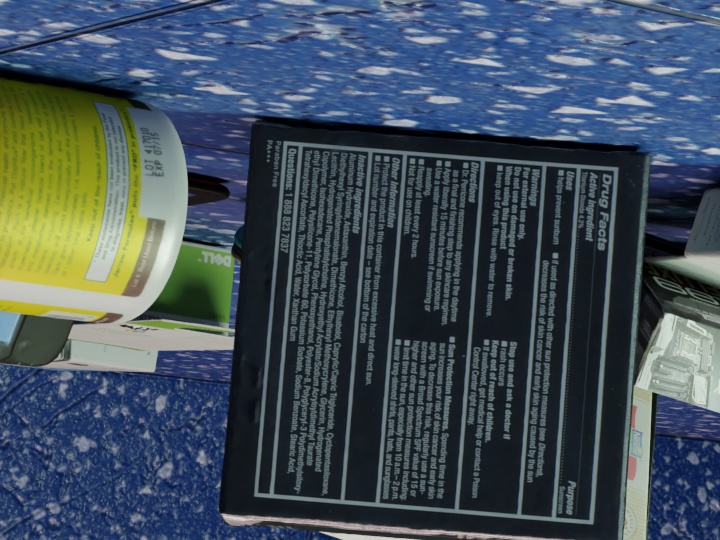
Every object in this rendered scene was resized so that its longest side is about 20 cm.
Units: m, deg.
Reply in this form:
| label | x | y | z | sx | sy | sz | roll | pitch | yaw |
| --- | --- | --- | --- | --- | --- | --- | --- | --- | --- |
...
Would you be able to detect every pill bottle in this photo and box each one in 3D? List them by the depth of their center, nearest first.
| label | x | y | z | sx | sy | sz | roll | pitch | yaw |
| --- | --- | --- | --- | --- | --- | --- | --- | --- | --- |
| pill bottle | -0.189 | -0.039 | 1.299 | 0.200 | 0.109 | 0.109 | 8 | 173 | -30 |

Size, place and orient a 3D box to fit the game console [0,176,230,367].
| label | x | y | z | sx | sy | sz | roll | pitch | yaw |
| --- | --- | --- | --- | --- | --- | --- | --- | --- | --- |
| game console | -0.206 | -0.008 | 1.632 | 0.200 | 0.173 | 0.119 | 10 | -161 | -42 |

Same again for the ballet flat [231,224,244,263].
| label | x | y | z | sx | sy | sz | roll | pitch | yaw |
| --- | --- | --- | --- | --- | --- | --- | --- | --- | --- |
| ballet flat | 0.000 | 0.000 | 1.668 | 0.200 | 0.067 | 0.068 | 0 | -150 | 49 |

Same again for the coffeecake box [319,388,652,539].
| label | x | y | z | sx | sy | sz | roll | pitch | yaw |
| --- | --- | --- | --- | --- | --- | --- | --- | --- | --- |
| coffeecake box | 0.059 | 0.088 | 1.567 | 0.200 | 0.154 | 0.073 | 20 | 139 | -15 |

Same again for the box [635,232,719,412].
| label | x | y | z | sx | sy | sz | roll | pitch | yaw |
| --- | --- | --- | --- | --- | --- | --- | --- | --- | --- |
| box | 0.231 | 0.044 | 1.598 | 0.200 | 0.050 | 0.158 | 18 | -164 | -15 |

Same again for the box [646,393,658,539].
| label | x | y | z | sx | sy | sz | roll | pitch | yaw |
| --- | --- | --- | --- | --- | --- | --- | --- | --- | --- |
| box | 0.099 | 0.076 | 1.691 | 0.159 | 0.200 | 0.049 | 23 | 133 | -12 |

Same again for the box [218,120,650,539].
| label | x | y | z | sx | sy | sz | roll | pitch | yaw |
| --- | --- | --- | --- | --- | --- | --- | --- | --- | --- |
| box | 0.038 | 0.038 | 1.415 | 0.198 | 0.200 | 0.123 | 5 | 174 | 2 |

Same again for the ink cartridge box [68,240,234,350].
| label | x | y | z | sx | sy | sz | roll | pitch | yaw |
| --- | --- | --- | --- | --- | --- | --- | --- | --- | --- |
| ink cartridge box | -0.143 | 0.011 | 1.951 | 0.148 | 0.076 | 0.200 | 11 | 171 | -42 |

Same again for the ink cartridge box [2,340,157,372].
| label | x | y | z | sx | sy | sz | roll | pitch | yaw |
| --- | --- | --- | --- | --- | --- | --- | --- | --- | --- |
| ink cartridge box | -0.278 | 0.029 | 2.205 | 0.200 | 0.086 | 0.146 | 8 | 174 | -39 |

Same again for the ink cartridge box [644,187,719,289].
| label | x | y | z | sx | sy | sz | roll | pitch | yaw |
| --- | --- | --- | --- | --- | --- | --- | --- | --- | --- |
| ink cartridge box | 0.269 | 0.007 | 1.498 | 0.200 | 0.044 | 0.174 | 20 | 177 | -9 |
